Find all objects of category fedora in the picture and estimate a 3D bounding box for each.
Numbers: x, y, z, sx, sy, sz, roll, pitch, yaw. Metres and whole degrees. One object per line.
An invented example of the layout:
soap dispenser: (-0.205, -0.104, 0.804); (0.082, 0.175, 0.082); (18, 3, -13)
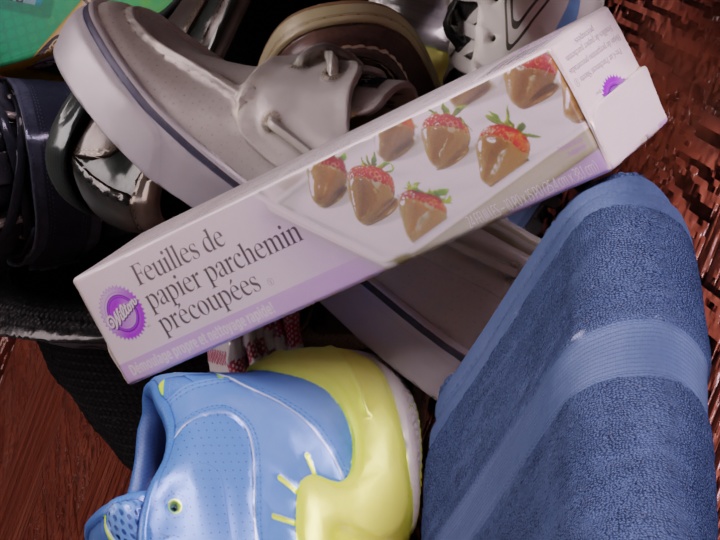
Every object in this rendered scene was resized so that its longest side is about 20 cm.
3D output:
fedora: (-0.068, 0.032, 1.243); (0.201, 0.200, 0.092); (-111, 11, -75)

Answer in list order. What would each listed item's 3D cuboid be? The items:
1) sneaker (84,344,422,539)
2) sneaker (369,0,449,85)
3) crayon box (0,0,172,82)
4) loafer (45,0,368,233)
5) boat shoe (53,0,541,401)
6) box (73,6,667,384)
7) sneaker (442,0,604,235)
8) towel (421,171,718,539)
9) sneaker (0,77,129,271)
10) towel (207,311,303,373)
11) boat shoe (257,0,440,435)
sneaker: (-0.034, 0.117, 0.898); (0.076, 0.105, 0.201); (125, 147, -57)
sneaker: (0.006, -0.055, 1.193); (0.200, 0.078, 0.091); (139, 140, -78)
crayon box: (-0.050, -0.128, 1.204); (0.119, 0.199, 0.059); (7, -112, -74)
loafer: (-0.028, -0.093, 1.066); (0.200, 0.072, 0.063); (-53, 42, -6)
boat shoe: (-0.009, -0.037, 0.951); (0.070, 0.200, 0.071); (-57, -21, 18)
box: (-0.001, -0.019, 0.879); (0.200, 0.039, 0.041); (-24, 7, 38)
sneaker: (0.050, -0.085, 1.016); (0.072, 0.072, 0.201); (152, 135, -73)
towel: (0.055, 0.067, 0.763); (0.112, 0.048, 0.200); (-59, 13, 32)
sneaker: (-0.090, -0.039, 1.150); (0.202, 0.146, 0.077); (180, 88, -64)
towel: (-0.036, 0.090, 1.034); (0.146, 0.030, 0.201); (-150, 53, -80)
boat shoe: (0.000, 0.000, 1.045); (0.072, 0.072, 0.201); (-104, 13, -48)
